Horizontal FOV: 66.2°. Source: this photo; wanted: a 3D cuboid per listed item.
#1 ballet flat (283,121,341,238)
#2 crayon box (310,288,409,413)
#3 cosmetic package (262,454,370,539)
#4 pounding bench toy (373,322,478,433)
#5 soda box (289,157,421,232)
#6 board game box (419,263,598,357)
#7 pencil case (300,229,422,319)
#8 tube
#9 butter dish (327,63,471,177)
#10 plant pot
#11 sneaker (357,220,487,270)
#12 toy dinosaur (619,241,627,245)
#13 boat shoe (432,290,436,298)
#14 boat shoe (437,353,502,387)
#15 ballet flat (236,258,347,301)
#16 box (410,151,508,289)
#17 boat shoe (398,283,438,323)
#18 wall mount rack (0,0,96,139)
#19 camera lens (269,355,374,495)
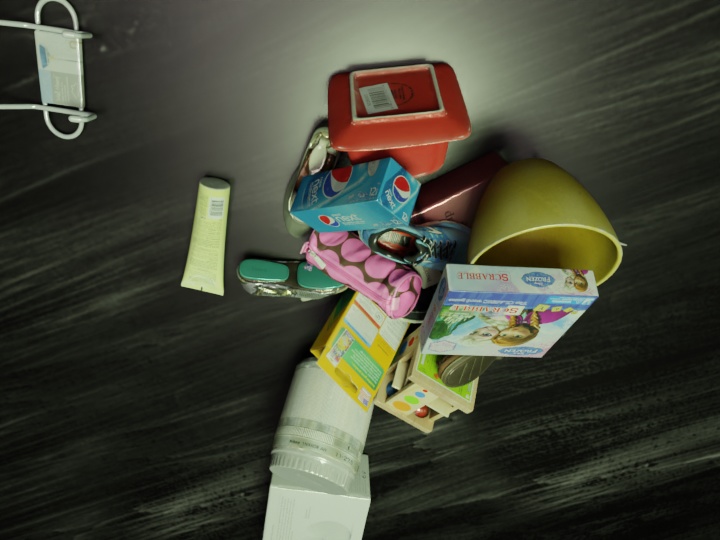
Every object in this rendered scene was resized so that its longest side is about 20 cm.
[{"bbox_3d":[-0.082,-0.139,0.885,0.066,0.064,0.204,21,112,-4],"label":"ballet flat"},{"bbox_3d":[-0.002,0.119,0.931,0.126,0.202,0.051,47,141,-20],"label":"crayon box"},{"bbox_3d":[-0.092,0.480,1.120,0.193,0.124,0.205,9,113,-6],"label":"cosmetic package"},{"bbox_3d":[0.124,0.158,0.994,0.122,0.203,0.156,29,142,-11],"label":"pounding bench toy"},{"bbox_3d":[-0.013,-0.100,0.776,0.067,0.197,0.066,31,70,-36],"label":"soda box"},{"bbox_3d":[0.194,0.063,0.772,0.193,0.042,0.201,2,149,-3],"label":"board game box"},{"bbox_3d":[0.000,0.000,0.884,0.197,0.093,0.093,29,108,24],"label":"pencil case"},{"bbox_3d":[-0.258,-0.053,0.931,0.057,0.051,0.205,31,121,31],"label":"tube"},{"bbox_3d":[0.052,-0.199,0.818,0.193,0.204,0.150,-5,138,1],"label":"butter dish"},{"bbox_3d":[0.233,-0.063,0.746,0.193,0.146,0.202,0,150,0],"label":"plant pot"},{"bbox_3d":[0.092,-0.029,0.803,0.193,0.090,0.081,9,113,-7],"label":"sneaker"},{"bbox_3d":[0.349,-0.095,0.920,0.101,0.077,0.204,-29,101,-7],"label":"toy dinosaur"},{"bbox_3d":[0.212,0.057,0.875,0.193,0.063,0.075,0,115,0],"label":"boat shoe"},{"bbox_3d":[0.189,0.126,0.914,0.196,0.068,0.073,-20,138,-35],"label":"boat shoe"},{"bbox_3d":[-0.115,0.020,0.961,0.193,0.072,0.074,5,114,-3],"label":"ballet flat"},{"bbox_3d":[0.160,-0.082,0.890,0.195,0.110,0.130,-25,113,9],"label":"box"},{"bbox_3d":[0.139,0.036,0.930,0.193,0.076,0.067,-3,142,-19],"label":"boat shoe"},{"bbox_3d":[-0.479,-0.293,0.804,0.168,0.075,0.206,6,112,-4],"label":"wall mount rack"},{"bbox_3d":[-0.063,0.267,0.972,0.155,0.205,0.162,12,150,7],"label":"camera lens"}]
